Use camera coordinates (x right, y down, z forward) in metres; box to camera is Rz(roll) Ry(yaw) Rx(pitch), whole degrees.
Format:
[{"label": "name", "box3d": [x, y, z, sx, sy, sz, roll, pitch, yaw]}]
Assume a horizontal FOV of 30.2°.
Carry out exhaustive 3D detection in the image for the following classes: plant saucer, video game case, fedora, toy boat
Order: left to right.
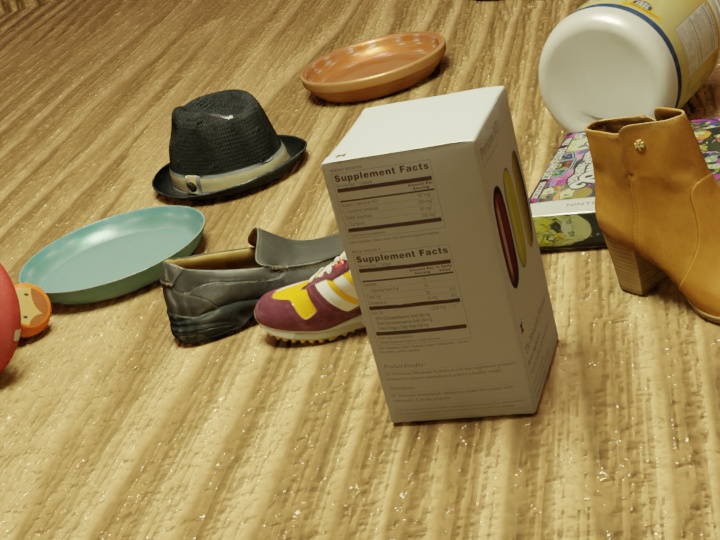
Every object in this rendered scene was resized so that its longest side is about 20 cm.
[{"label": "toy boat", "box3d": [-0.351, 0.034, 1.244, 0.130, 0.132, 0.200, 6, 11, -30]}, {"label": "plant saucer", "box3d": [-0.252, -0.013, 1.374, 0.198, 0.028, 0.201, -13, 24, 6]}, {"label": "fedora", "box3d": [-0.162, -0.155, 1.553, 0.198, 0.092, 0.201, -13, 23, 5]}, {"label": "plant saucer", "box3d": [0.019, -0.267, 1.767, 0.198, 0.038, 0.201, -13, 23, 5]}, {"label": "video game case", "box3d": [0.250, -0.080, 1.187, 0.179, 0.036, 0.200, -3, 26, 25]}]

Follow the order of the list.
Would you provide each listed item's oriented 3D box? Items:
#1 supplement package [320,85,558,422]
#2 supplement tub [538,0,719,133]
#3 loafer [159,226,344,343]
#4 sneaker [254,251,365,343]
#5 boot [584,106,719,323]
[{"label": "supplement package", "box3d": [0.061, -0.010, 0.935, 0.108, 0.202, 0.114, -7, 24, 21]}, {"label": "supplement tub", "box3d": [0.282, -0.223, 1.354, 0.143, 0.146, 0.200, 1, 28, 35]}, {"label": "loafer", "box3d": [-0.080, -0.003, 1.178, 0.198, 0.073, 0.073, -22, 22, -16]}, {"label": "sneaker", "box3d": [0.000, 0.000, 1.094, 0.198, 0.091, 0.075, -8, 24, 17]}, {"label": "boot", "box3d": [0.247, -0.044, 0.964, 0.071, 0.145, 0.200, -32, 28, -33]}]
